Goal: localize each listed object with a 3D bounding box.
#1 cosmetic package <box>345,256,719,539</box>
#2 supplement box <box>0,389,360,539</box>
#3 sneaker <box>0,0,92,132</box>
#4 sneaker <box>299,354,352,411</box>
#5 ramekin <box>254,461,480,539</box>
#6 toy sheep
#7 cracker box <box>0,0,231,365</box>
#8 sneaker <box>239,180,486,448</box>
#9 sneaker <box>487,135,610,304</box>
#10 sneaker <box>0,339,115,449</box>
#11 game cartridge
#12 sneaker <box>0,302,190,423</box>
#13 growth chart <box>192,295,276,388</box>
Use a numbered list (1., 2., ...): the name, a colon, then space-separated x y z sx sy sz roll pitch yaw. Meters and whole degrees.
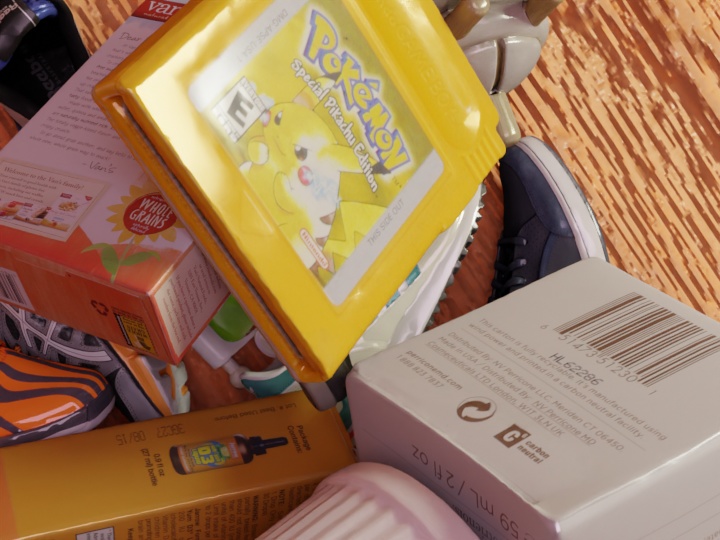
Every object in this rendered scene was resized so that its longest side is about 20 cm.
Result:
1. cosmetic package: 0.114 0.133 0.737 0.166 0.167 0.201 -23 122 -26
2. supplement box: -0.102 0.119 0.763 0.199 0.069 0.067 -11 43 -15
3. sneaker: -0.205 -0.149 0.821 0.081 0.115 0.199 -42 91 -9
4. sneaker: -0.010 -0.024 0.790 0.106 0.075 0.200 -19 53 2
5. ramekin: 0.005 0.198 0.685 0.094 0.202 0.203 -25 89 -26
6. toy sheep: 0.053 -0.166 0.846 0.137 0.138 0.201 -12 78 -8
7. cracker box: -0.100 -0.056 0.760 0.134 0.058 0.200 18 54 26
8. sneaker: 0.000 0.000 0.847 0.093 0.070 0.200 26 80 -8
9. sneaker: 0.074 0.031 0.861 0.146 0.077 0.203 -15 89 -11
10. sneaker: -0.234 0.042 0.784 0.199 0.078 0.112 -3 109 12
11. game cartridge: -0.016 -0.075 0.724 0.200 0.032 0.177 -51 117 -34
12. sneaker: -0.174 0.026 0.838 0.077 0.078 0.200 -42 88 5
13. growth chart: -0.057 -0.043 0.879 0.145 0.018 0.200 38 82 -6
